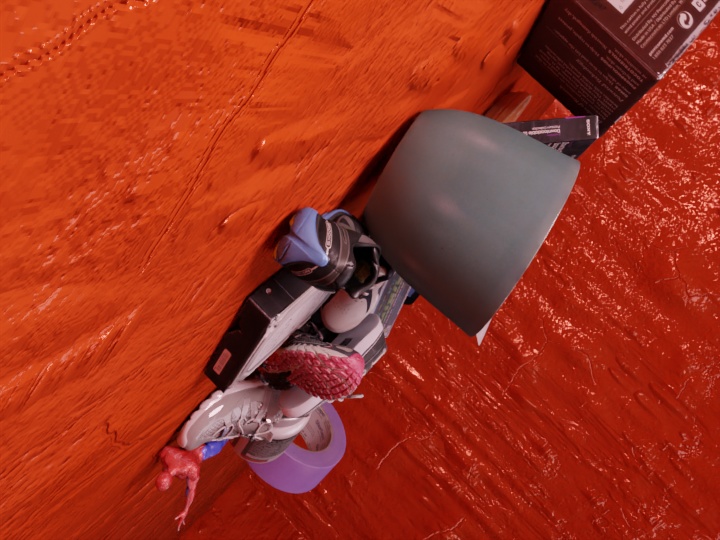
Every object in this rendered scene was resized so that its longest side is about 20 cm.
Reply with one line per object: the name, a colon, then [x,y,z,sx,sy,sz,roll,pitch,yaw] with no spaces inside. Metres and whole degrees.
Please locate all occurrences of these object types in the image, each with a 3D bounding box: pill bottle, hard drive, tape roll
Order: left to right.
pill bottle: [-0.137,0.216,1.116,0.114,0.114,0.201,-43,173,-35]
hard drive: [-0.074,0.034,0.780,0.200,0.038,0.140,-44,173,-50]
tape roll: [-0.129,0.308,1.363,0.085,0.200,0.200,-50,174,27]

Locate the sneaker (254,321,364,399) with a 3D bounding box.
sneaker: [-0.065,0.098,0.873,0.197,0.081,0.075,1,-137,50]

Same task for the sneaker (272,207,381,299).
sneaker: [-0.021,-0.010,0.653,0.071,0.082,0.200,-53,175,7]

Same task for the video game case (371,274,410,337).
video game case: [0.056,0.015,1.140,0.204,0.023,0.181,-64,164,4]

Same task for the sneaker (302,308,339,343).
sneaker: [-0.057,0.086,1.075,0.200,0.073,0.082,-41,173,-50]

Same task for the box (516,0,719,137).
box: [0.332,-0.314,0.930,0.166,0.164,0.200,-47,174,-8]

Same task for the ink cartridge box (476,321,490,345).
ink cartridge box: [0.137,-0.027,0.973,0.046,0.204,0.161,-6,-151,31]

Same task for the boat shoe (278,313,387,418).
boat shoe: [-0.030,0.140,0.958,0.072,0.069,0.199,-2,-150,36]

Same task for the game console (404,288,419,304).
game console: [0.038,0.040,1.333,0.201,0.167,0.121,122,-15,-62]

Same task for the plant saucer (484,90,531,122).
plant saucer: [0.216,-0.232,1.248,0.201,0.037,0.200,-49,174,-7]

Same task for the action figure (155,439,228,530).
action figure: [-0.219,0.255,0.953,0.101,0.064,0.200,-67,169,15]

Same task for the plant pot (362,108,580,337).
plant pot: [0.098,-0.064,0.727,0.203,0.159,0.201,-57,176,-7]

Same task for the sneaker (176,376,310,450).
sneaker: [-0.143,0.188,0.937,0.197,0.083,0.075,-21,159,-40]

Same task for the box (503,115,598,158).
box: [0.221,-0.178,1.017,0.194,0.037,0.143,-5,178,7]

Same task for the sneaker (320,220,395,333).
sneaker: [0.000,0.000,0.917,0.200,0.079,0.129,-50,173,13]
